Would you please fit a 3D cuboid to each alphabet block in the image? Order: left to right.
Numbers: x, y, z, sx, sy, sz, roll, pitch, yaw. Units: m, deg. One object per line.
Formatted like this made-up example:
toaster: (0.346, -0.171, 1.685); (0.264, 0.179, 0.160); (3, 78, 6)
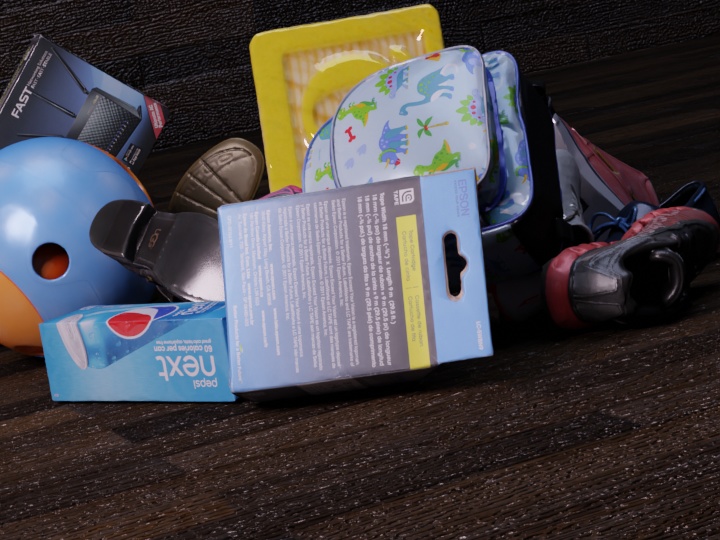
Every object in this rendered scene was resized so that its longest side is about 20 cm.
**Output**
alphabet block: (0.001, -0.126, 1.943); (0.194, 0.198, 0.200); (-11, -17, 0)

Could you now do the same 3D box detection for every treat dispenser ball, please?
treat dispenser ball: (-0.281, -0.021, 1.784); (0.199, 0.203, 0.201); (-9, 9, 2)

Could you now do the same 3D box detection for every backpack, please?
backpack: (0.050, -0.077, 1.570); (0.199, 0.184, 0.147); (-19, -37, 21)

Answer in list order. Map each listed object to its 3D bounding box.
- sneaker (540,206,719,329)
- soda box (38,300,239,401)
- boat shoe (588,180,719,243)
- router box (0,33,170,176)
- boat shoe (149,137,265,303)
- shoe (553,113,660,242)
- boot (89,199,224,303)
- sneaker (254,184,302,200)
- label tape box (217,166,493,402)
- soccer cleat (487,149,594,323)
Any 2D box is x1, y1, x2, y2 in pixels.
sneaker: (0.236, -0.003, 1.544); (0.200, 0.071, 0.097); (-21, 14, -41)
soda box: (-0.162, 0.065, 1.560); (0.199, 0.068, 0.064); (-3, 11, 36)
boat shoe: (0.239, -0.029, 1.695); (0.084, 0.069, 0.199); (-2, 15, 39)
router box: (-0.298, -0.109, 1.910); (0.149, 0.201, 0.062); (28, -3, -17)
boat shoe: (-0.152, -0.044, 1.910); (0.072, 0.202, 0.066); (36, 16, 13)
shoe: (0.201, -0.090, 1.809); (0.072, 0.200, 0.091); (-47, -15, 28)
boot: (-0.126, 0.010, 1.675); (0.199, 0.070, 0.174); (25, -11, 38)
sneaker: (-0.104, -0.013, 1.787); (0.200, 0.081, 0.075); (-26, 28, 52)
label tape box: (0.000, 0.013, 1.443); (0.198, 0.146, 0.063); (-8, -14, 12)
soccer cleat: (0.164, -0.034, 1.633); (0.085, 0.069, 0.201); (-19, 29, 38)
